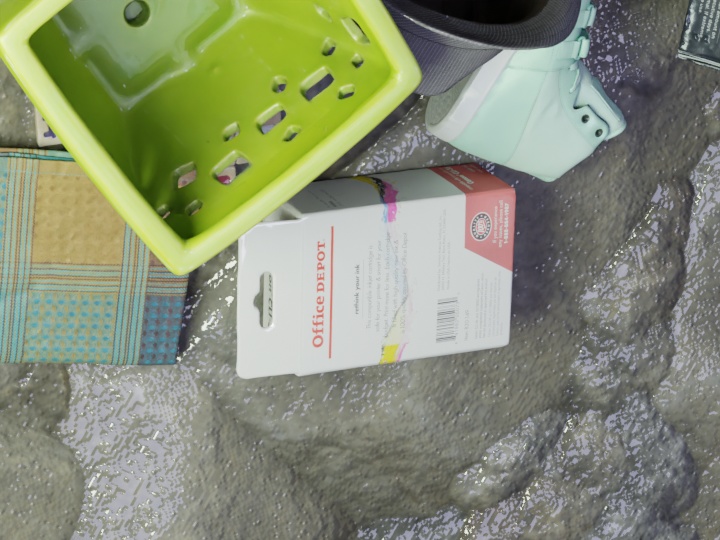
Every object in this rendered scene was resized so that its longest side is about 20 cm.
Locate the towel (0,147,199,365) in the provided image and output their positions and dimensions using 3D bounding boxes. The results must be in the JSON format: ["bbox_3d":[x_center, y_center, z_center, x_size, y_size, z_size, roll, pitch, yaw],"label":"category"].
[{"bbox_3d":[-0.205,-0.008,1.744,0.199,0.022,0.147,2,110,-23],"label":"towel"}]

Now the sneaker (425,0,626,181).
[{"bbox_3d":[0.143,-0.152,1.806,0.118,0.074,0.201,26,114,-24],"label":"sneaker"}]

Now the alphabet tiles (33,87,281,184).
[{"bbox_3d":[-0.131,-0.124,1.745,0.167,0.008,0.201,-10,113,-20],"label":"alphabet tiles"}]

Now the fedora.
[{"bbox_3d":[0.046,-0.179,1.713,0.176,0.200,0.090,10,135,-18],"label":"fedora"}]

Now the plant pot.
[{"bbox_3d":[-0.115,-0.149,1.634,0.200,0.181,0.199,-39,119,-6],"label":"plant pot"}]

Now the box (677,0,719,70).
[{"bbox_3d":[0.349,-0.178,1.784,0.200,0.196,0.124,-13,120,-55],"label":"box"}]

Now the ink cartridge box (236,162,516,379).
[{"bbox_3d":[0.000,0.000,1.815,0.199,0.067,0.117,-7,112,-23],"label":"ink cartridge box"}]
